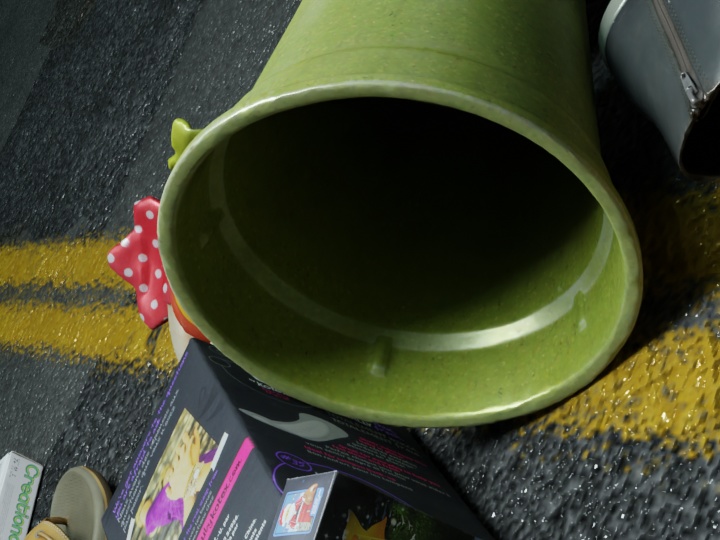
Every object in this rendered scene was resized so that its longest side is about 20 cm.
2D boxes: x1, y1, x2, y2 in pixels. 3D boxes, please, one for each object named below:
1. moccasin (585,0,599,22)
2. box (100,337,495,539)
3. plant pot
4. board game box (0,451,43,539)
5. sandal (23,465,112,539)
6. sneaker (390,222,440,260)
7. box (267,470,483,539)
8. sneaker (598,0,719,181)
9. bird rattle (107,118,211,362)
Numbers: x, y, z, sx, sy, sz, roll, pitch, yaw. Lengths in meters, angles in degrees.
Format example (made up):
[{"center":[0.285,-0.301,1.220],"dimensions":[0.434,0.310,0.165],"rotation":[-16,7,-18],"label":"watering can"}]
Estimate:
[{"center":[0.058,-0.124,0.861],"dimensions":[0.201,0.073,0.078],"rotation":[-50,50,45],"label":"moccasin"},{"center":[-0.025,0.125,0.698],"dimensions":[0.106,0.122,0.200],"rotation":[-63,22,9],"label":"box"},{"center":[0.029,-0.065,0.718],"dimensions":[0.200,0.200,0.185],"rotation":[-40,27,41],"label":"plant pot"},{"center":[-0.308,0.254,1.256],"dimensions":[0.126,0.035,0.201],"rotation":[-41,31,39],"label":"board game box"},{"center":[-0.206,0.208,1.070],"dimensions":[0.080,0.054,0.201],"rotation":[-43,30,38],"label":"sandal"},{"center":[0.000,0.000,0.876],"dimensions":[0.200,0.074,0.084],"rotation":[2,93,60],"label":"sneaker"},{"center":[0.009,0.187,0.547],"dimensions":[0.038,0.136,0.201],"rotation":[-19,48,57],"label":"box"},{"center":[0.177,-0.132,0.643],"dimensions":[0.201,0.074,0.106],"rotation":[-61,25,28],"label":"sneaker"},{"center":[-0.102,-0.004,1.040],"dimensions":[0.200,0.112,0.164],"rotation":[-44,45,42],"label":"bird rattle"}]
